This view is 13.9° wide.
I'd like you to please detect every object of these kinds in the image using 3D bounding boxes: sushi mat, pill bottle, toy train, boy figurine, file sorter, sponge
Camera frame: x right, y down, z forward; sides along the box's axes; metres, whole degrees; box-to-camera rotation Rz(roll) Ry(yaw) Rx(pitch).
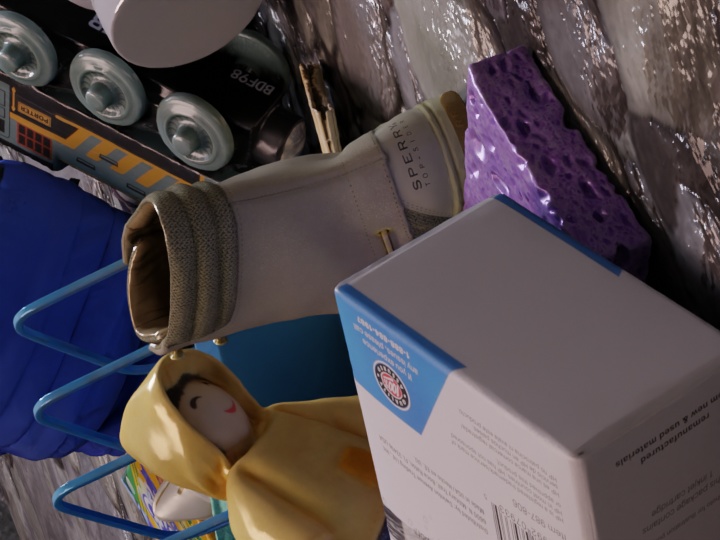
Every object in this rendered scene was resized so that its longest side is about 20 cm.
[{"bbox_3d":[0.000,0.000,1.446,0.096,0.012,0.201,-103,-1,-69],"label":"sushi mat"},{"bbox_3d":[-0.124,-0.202,1.484,0.112,0.111,0.201,92,154,-56],"label":"pill bottle"},{"bbox_3d":[-0.118,-0.089,1.541,0.199,0.085,0.114,26,142,14],"label":"toy train"},{"bbox_3d":[-0.008,0.090,1.294,0.199,0.124,0.065,23,131,12],"label":"boy figurine"},{"bbox_3d":[-0.072,0.100,1.424,0.139,0.122,0.201,24,-135,-57],"label":"file sorter"},{"bbox_3d":[0.076,0.019,1.189,0.201,0.030,0.112,87,158,-50],"label":"sponge"}]

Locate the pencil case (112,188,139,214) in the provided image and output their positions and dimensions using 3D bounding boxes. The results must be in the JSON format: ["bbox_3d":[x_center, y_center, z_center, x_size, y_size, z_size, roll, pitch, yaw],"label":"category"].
[{"bbox_3d":[-0.111,-0.123,1.617,0.078,0.089,0.201,-75,-24,-61],"label":"pencil case"}]

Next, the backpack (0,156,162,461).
[{"bbox_3d":[-0.178,0.023,1.608,0.200,0.167,0.163,164,123,-73],"label":"backpack"}]

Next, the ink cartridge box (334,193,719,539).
[{"bbox_3d":[0.078,0.094,1.099,0.144,0.084,0.201,35,146,45],"label":"ink cartridge box"}]

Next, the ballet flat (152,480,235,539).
[{"bbox_3d":[-0.072,0.141,1.541,0.067,0.070,0.201,-116,18,-87],"label":"ballet flat"}]

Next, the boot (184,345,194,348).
[{"bbox_3d":[-0.036,0.083,1.651,0.201,0.069,0.174,65,164,-6],"label":"boot"}]

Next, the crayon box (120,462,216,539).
[{"bbox_3d":[-0.075,0.143,1.657,0.126,0.051,0.200,59,164,7],"label":"crayon box"}]

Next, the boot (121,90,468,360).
[{"bbox_3d":[-0.028,0.001,1.298,0.200,0.154,0.072,103,146,-64],"label":"boot"}]
